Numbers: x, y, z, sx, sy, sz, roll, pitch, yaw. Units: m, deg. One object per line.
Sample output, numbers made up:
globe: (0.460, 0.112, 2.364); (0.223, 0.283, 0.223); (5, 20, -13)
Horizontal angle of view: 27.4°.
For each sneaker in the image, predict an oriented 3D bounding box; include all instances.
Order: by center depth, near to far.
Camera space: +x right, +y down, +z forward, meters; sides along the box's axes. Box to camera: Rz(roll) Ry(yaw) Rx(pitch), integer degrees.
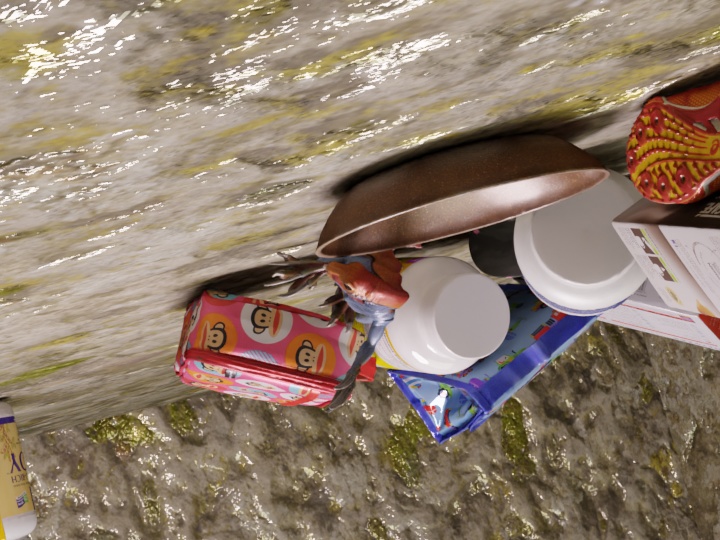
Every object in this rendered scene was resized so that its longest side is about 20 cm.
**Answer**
sneaker: (0.233, -0.087, 0.888); (0.077, 0.073, 0.200); (-8, 171, -29)
sneaker: (0.192, -0.036, 1.324); (0.199, 0.081, 0.086); (-3, 179, -2)

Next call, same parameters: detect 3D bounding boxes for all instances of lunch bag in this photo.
lunch bag: (-0.073, 0.075, 1.327); (0.176, 0.082, 0.200); (13, 170, -9)
lunch bag: (0.133, 0.077, 1.369); (0.150, 0.094, 0.200); (-37, -178, -17)

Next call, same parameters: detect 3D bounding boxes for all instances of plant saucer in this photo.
plant saucer: (0.063, -0.052, 0.973); (0.200, 0.037, 0.200); (-15, 175, -1)

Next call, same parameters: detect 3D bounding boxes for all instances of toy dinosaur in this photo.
toy dinosaur: (0.000, 0.000, 1.102); (0.200, 0.105, 0.181); (-49, -164, -25)

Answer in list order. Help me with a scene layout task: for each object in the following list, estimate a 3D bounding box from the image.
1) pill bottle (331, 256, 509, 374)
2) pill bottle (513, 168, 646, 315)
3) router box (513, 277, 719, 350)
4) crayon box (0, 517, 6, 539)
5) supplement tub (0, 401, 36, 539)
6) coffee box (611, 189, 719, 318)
pill bottle: (0.055, 0.039, 1.323); (0.104, 0.105, 0.200); (-12, -176, -23)
pill bottle: (0.177, -0.023, 1.162); (0.111, 0.111, 0.200); (-16, 174, 7)
router box: (0.255, 0.018, 1.431); (0.200, 0.049, 0.179); (15, 173, 25)
crayon box: (-0.459, 0.235, 1.681); (0.058, 0.173, 0.200); (-13, 174, -20)
supplement tub: (-0.488, 0.276, 1.849); (0.145, 0.201, 0.145); (-14, 176, -1)
coffee box: (0.255, -0.029, 0.931); (0.114, 0.080, 0.200); (-36, -172, -5)
